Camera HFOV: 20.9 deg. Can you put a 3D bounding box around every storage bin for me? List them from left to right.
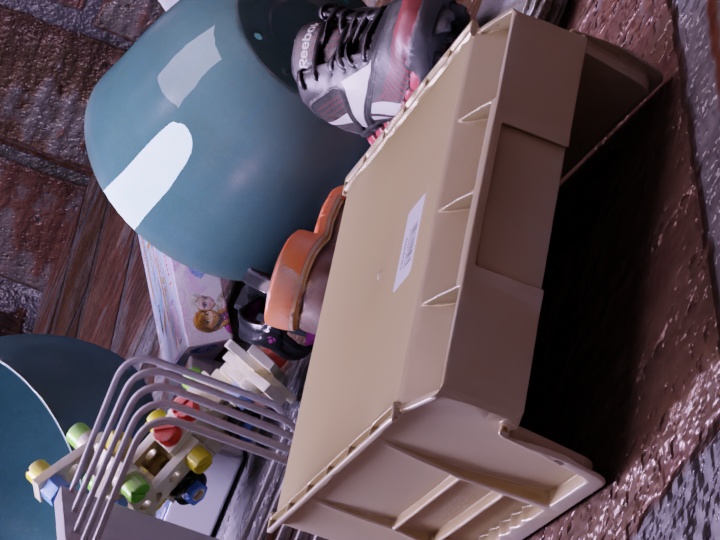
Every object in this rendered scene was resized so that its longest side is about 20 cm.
[{"bbox_3d":[0.048,0.016,0.882,0.199,0.094,0.200,133,154,-59],"label":"storage bin"}]

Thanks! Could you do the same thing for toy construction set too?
[{"bbox_3d":[-0.132,0.115,1.395,0.200,0.131,0.092,-36,60,1],"label":"toy construction set"}]

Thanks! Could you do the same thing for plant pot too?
[{"bbox_3d":[-0.246,0.134,1.607,0.135,0.200,0.200,-27,-24,-44],"label":"plant pot"},{"bbox_3d":[-0.069,-0.118,1.364,0.161,0.200,0.201,-45,28,44],"label":"plant pot"}]

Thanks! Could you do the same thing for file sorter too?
[{"bbox_3d":[-0.106,0.144,1.245,0.200,0.139,0.125,-138,70,-76],"label":"file sorter"}]

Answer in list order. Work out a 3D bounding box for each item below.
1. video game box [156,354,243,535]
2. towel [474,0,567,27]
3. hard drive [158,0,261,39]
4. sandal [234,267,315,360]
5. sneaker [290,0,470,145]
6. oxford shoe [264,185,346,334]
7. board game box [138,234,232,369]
[{"bbox_3d":[-0.151,0.191,1.575,0.182,0.047,0.200,-102,34,-71],"label":"video game box"},{"bbox_3d":[0.075,-0.107,1.105,0.147,0.024,0.200,170,120,-78],"label":"towel"},{"bbox_3d":[-0.083,-0.203,1.434,0.200,0.132,0.027,56,-143,-49],"label":"hard drive"},{"bbox_3d":[-0.052,0.037,1.326,0.200,0.075,0.048,133,159,-82],"label":"sandal"},{"bbox_3d":[0.007,-0.128,1.195,0.200,0.098,0.071,129,163,-76],"label":"sneaker"},{"bbox_3d":[0.000,0.000,1.187,0.200,0.073,0.071,-54,-21,-67],"label":"oxford shoe"},{"bbox_3d":[-0.160,-0.019,1.693,0.200,0.041,0.200,140,119,-76],"label":"board game box"}]
